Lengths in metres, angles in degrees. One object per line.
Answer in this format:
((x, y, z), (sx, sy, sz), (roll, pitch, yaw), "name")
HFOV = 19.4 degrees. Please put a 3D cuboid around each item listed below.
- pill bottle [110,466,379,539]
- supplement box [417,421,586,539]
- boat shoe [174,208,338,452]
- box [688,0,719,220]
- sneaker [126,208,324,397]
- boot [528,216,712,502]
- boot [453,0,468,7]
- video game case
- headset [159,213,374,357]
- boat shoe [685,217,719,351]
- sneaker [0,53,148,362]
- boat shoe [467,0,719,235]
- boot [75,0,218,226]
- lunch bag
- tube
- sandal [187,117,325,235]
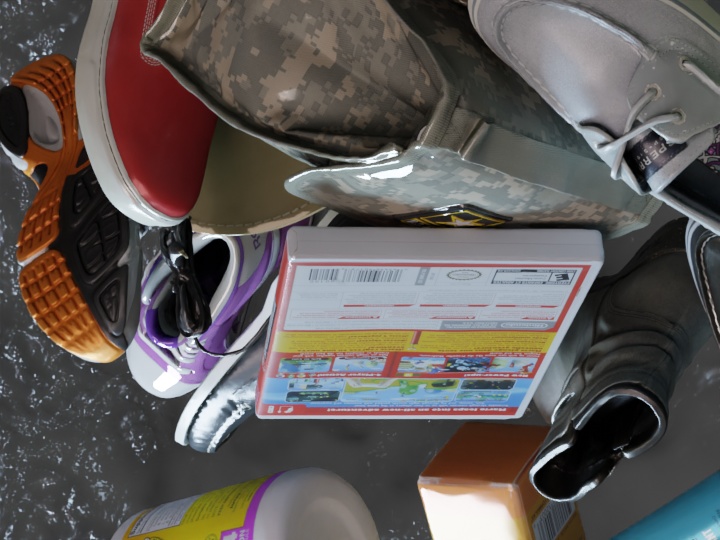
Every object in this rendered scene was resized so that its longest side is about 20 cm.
((-0.090, 0.190, 1.306), (0.199, 0.104, 0.105), (-19, 107, 38), "pill bottle")
((0.095, 0.189, 1.218), (0.066, 0.069, 0.201), (0, 116, 32), "supplement box")
((-0.040, 0.047, 1.205), (0.060, 0.076, 0.200), (38, 129, 3), "boat shoe")
((0.230, -0.029, 0.980), (0.124, 0.097, 0.201), (-6, 115, 34), "box")
((-0.105, 0.022, 1.208), (0.072, 0.114, 0.201), (37, 132, 4), "sneaker")
((0.114, 0.063, 1.065), (0.067, 0.131, 0.200), (35, 147, -1), "boot")
((0.046, -0.185, 0.955), (0.202, 0.154, 0.074), (25, 123, 13), "boot")
((0.027, 0.029, 1.013), (0.142, 0.018, 0.200), (0, 155, -7), "video game case")
((0.000, 0.000, 1.086), (0.124, 0.198, 0.095), (113, 143, -62), "headset")
((0.202, 0.058, 0.947), (0.068, 0.057, 0.201), (-21, 106, 39), "boat shoe")
((-0.142, -0.027, 1.171), (0.075, 0.201, 0.092), (-28, 142, 17), "sneaker")
((0.131, -0.064, 0.867), (0.200, 0.072, 0.070), (29, 131, -15), "boat shoe")
((-0.068, -0.129, 1.057), (0.144, 0.202, 0.072), (-17, 151, 36), "boot")
((0.026, -0.079, 0.960), (0.200, 0.163, 0.118), (39, 106, 43), "lunch bag")
((0.162, 0.160, 1.137), (0.077, 0.050, 0.200), (45, 118, -12), "tube")
((-0.017, -0.072, 1.130), (0.210, 0.070, 0.078), (-17, 92, 15), "sandal")
